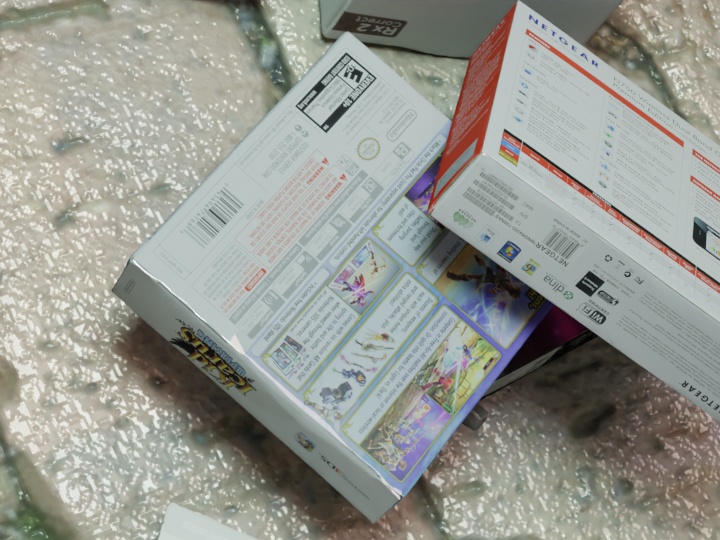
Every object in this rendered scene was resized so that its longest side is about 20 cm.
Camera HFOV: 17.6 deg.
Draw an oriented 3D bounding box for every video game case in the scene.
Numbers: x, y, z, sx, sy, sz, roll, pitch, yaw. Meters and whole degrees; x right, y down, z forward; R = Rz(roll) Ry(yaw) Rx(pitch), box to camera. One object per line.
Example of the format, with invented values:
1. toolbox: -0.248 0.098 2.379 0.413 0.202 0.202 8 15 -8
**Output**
1. video game case: 0.000 0.000 1.215 0.181 0.045 0.200 41 57 1

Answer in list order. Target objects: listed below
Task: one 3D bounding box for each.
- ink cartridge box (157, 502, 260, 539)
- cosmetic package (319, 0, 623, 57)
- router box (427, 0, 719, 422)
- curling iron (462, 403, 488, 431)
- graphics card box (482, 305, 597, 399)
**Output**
1. ink cartridge box: -0.058 0.235 1.144 0.161 0.050 0.201 24 51 -11
2. cosmetic package: 0.072 -0.249 1.351 0.164 0.165 0.201 4 65 -21
3. router box: 0.140 -0.034 1.241 0.199 0.049 0.180 35 31 -10
4. curling iron: -0.019 0.030 1.246 0.199 0.026 0.050 31 61 4
5. graphics card box: 0.094 -0.012 1.317 0.199 0.051 0.126 -25 79 -29
